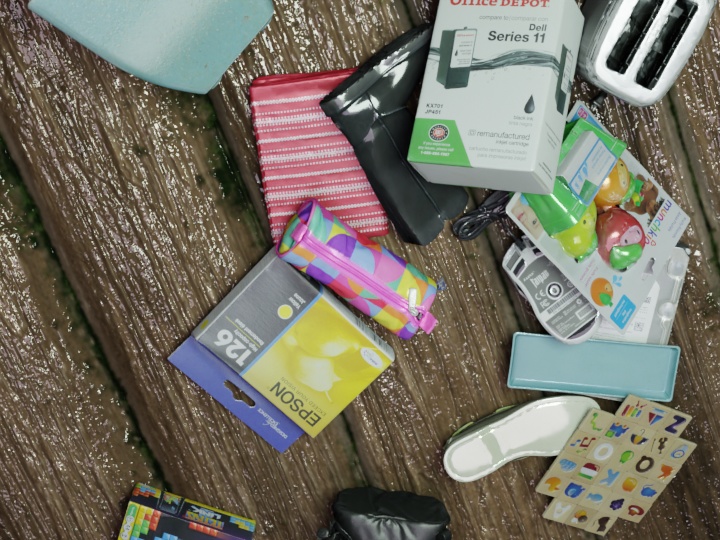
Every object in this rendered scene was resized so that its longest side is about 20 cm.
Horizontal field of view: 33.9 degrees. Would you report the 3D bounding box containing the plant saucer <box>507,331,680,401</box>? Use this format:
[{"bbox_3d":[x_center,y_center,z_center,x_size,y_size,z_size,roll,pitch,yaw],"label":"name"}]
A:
[{"bbox_3d":[0.274,0.111,1.397,0.196,0.019,0.071,5,108,1],"label":"plant saucer"}]

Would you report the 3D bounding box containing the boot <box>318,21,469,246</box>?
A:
[{"bbox_3d":[0.068,-0.152,1.333,0.164,0.066,0.201,-38,109,-6],"label":"boot"}]

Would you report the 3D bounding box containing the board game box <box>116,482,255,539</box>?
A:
[{"bbox_3d":[-0.241,0.393,1.513,0.163,0.057,0.203,18,107,-3],"label":"board game box"}]

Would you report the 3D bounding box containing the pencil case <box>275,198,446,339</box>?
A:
[{"bbox_3d":[0.000,0.000,1.362,0.199,0.089,0.089,32,105,-15],"label":"pencil case"}]

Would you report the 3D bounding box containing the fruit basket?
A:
[{"bbox_3d":[0.271,-0.063,1.313,0.200,0.094,0.186,42,63,-8],"label":"fruit basket"}]

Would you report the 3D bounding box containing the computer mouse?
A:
[{"bbox_3d":[0.203,-0.003,1.369,0.109,0.044,0.201,-36,83,10],"label":"computer mouse"}]

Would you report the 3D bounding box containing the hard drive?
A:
[{"bbox_3d":[0.302,0.054,1.408,0.137,0.038,0.203,10,106,-2],"label":"hard drive"}]

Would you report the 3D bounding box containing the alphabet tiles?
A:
[{"bbox_3d":[0.312,0.240,1.445,0.164,0.006,0.202,19,115,-24],"label":"alphabet tiles"}]

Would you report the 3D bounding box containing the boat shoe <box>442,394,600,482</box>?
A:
[{"bbox_3d":[0.194,0.196,1.441,0.199,0.060,0.073,-21,98,4],"label":"boat shoe"}]

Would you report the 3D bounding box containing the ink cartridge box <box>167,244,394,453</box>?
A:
[{"bbox_3d":[-0.096,0.106,1.420,0.197,0.047,0.200,41,100,-18],"label":"ink cartridge box"}]

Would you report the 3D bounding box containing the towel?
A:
[{"bbox_3d":[-0.046,-0.130,1.368,0.142,0.023,0.203,-7,108,1],"label":"towel"}]

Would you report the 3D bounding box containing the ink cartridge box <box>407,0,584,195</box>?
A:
[{"bbox_3d":[0.144,-0.193,1.249,0.145,0.083,0.203,7,79,25],"label":"ink cartridge box"}]

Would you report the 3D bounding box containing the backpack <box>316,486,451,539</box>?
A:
[{"bbox_3d":[0.034,0.376,1.466,0.164,0.127,0.203,8,108,11],"label":"backpack"}]

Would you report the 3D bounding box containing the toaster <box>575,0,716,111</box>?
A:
[{"bbox_3d":[0.296,-0.258,1.265,0.112,0.129,0.202,27,106,-6],"label":"toaster"}]

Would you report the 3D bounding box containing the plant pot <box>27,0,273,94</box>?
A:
[{"bbox_3d":[-0.198,-0.303,1.239,0.199,0.197,0.196,38,104,-20],"label":"plant pot"}]
